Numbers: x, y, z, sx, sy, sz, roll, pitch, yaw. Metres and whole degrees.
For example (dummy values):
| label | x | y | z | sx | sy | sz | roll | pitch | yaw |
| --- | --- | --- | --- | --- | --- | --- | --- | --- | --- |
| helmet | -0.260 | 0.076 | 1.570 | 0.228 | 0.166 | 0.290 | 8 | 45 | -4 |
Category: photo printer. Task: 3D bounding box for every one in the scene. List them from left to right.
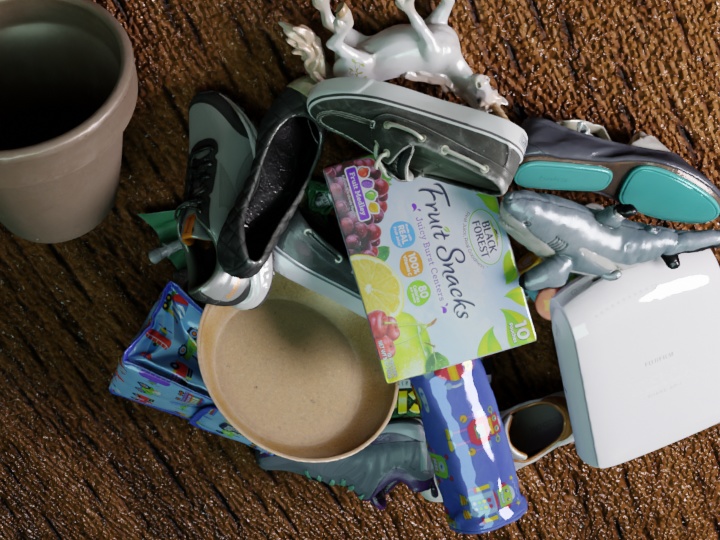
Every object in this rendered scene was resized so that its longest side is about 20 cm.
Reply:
| label | x | y | z | sx | sy | sz | roll | pitch | yaw |
| --- | --- | --- | --- | --- | --- | --- | --- | --- | --- |
| photo printer | 0.263 | 0.071 | 1.494 | 0.166 | 0.069 | 0.200 | -20 | 124 | -9 |

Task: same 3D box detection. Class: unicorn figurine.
| label | x | y | z | sx | sy | sz | roll | pitch | yaw |
| --- | --- | --- | --- | --- | --- | --- | --- | --- | --- |
| unicorn figurine | 0.041 | -0.190 | 1.381 | 0.200 | 0.074 | 0.138 | 5 | 138 | 24 |

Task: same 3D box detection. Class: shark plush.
| label | x | y | z | sx | sy | sz | roll | pitch | yaw |
| --- | --- | --- | --- | --- | --- | --- | --- | --- | --- |
| shark plush | 0.216 | -0.026 | 1.396 | 0.199 | 0.091 | 0.083 | 14 | 143 | 3 |

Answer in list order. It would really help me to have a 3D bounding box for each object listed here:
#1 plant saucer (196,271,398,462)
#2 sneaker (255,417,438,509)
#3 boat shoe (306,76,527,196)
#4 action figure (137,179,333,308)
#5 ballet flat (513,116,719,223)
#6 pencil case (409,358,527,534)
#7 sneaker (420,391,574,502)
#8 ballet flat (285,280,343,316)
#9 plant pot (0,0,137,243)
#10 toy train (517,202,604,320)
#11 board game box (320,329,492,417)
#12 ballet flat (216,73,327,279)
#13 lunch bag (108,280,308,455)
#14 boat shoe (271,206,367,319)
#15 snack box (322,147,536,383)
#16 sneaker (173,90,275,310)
| label | x | y | z | sx | sy | sz | roll | pitch | yaw |
| --- | --- | --- | --- | --- | --- | --- | --- | --- | --- |
| plant saucer | -0.061 | 0.088 | 1.488 | 0.200 | 0.201 | 0.035 | 28 | 144 | -11 |
| sneaker | -0.017 | 0.204 | 1.644 | 0.200 | 0.074 | 0.088 | -11 | 82 | 26 |
| boat shoe | 0.039 | -0.111 | 1.364 | 0.200 | 0.064 | 0.071 | 15 | 158 | 21 |
| action figure | -0.102 | -0.040 | 1.522 | 0.200 | 0.055 | 0.118 | -25 | 115 | 20 |
| ballet flat | 0.224 | -0.095 | 1.405 | 0.199 | 0.073 | 0.073 | 11 | 128 | -12 |
| pencil case | 0.093 | 0.148 | 1.528 | 0.087 | 0.078 | 0.200 | -1 | 110 | 59 |
| sneaker | 0.129 | 0.172 | 1.604 | 0.200 | 0.085 | 0.073 | -31 | 76 | 20 |
| ballet flat | -0.041 | 0.063 | 1.594 | 0.067 | 0.046 | 0.200 | -5 | 122 | -1 |
| plant pot | -0.285 | -0.121 | 1.430 | 0.200 | 0.201 | 0.175 | 3 | 145 | 8 |
| toy train | 0.130 | -0.010 | 1.498 | 0.199 | 0.056 | 0.151 | 4 | 127 | 7 |
| board game box | 0.030 | 0.099 | 1.585 | 0.199 | 0.023 | 0.105 | -3 | 125 | -5 |
| ballet flat | -0.067 | -0.082 | 1.409 | 0.066 | 0.200 | 0.057 | 30 | 162 | -29 |
| lunch bag | -0.131 | 0.114 | 1.559 | 0.200 | 0.094 | 0.151 | 31 | 160 | -4 |
| boat shoe | 0.000 | 0.000 | 1.500 | 0.200 | 0.069 | 0.057 | 24 | 118 | -32 |
| snack box | 0.062 | -0.016 | 1.438 | 0.142 | 0.053 | 0.200 | -17 | 96 | 1 |
| sneaker | -0.129 | -0.065 | 1.439 | 0.079 | 0.201 | 0.074 | 0 | 168 | -44 |
